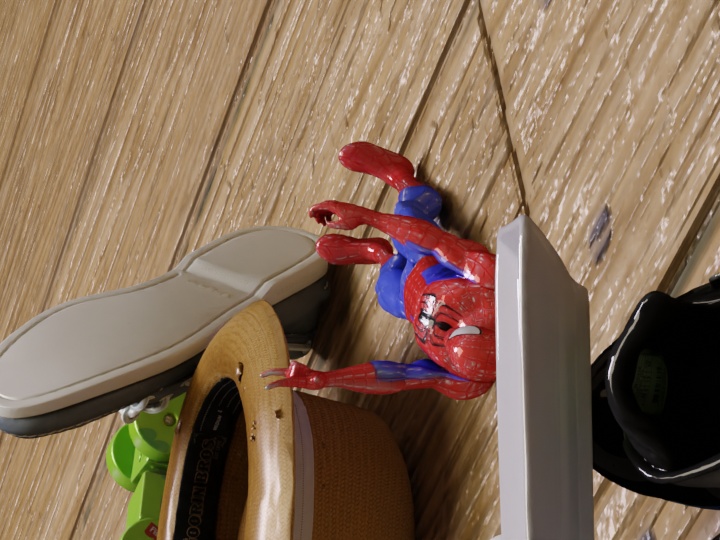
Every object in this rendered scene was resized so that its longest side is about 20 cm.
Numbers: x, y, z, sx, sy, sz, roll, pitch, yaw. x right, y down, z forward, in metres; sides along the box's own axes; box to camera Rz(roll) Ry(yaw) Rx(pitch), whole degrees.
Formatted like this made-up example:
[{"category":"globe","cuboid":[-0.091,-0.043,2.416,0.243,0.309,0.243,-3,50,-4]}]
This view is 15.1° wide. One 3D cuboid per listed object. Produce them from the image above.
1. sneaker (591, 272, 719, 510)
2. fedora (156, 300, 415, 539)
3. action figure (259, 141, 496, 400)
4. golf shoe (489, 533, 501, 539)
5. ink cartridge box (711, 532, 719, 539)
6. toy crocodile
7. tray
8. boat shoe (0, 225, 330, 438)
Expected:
[{"category":"sneaker","cuboid":[0.100,0.027,0.744,0.200,0.083,0.071,159,117,-73]},{"category":"fedora","cuboid":[-0.029,0.115,1.118,0.201,0.082,0.201,-172,90,-73]},{"category":"action figure","cuboid":[0.000,0.000,1.067,0.200,0.099,0.065,-133,53,-65]},{"category":"golf shoe","cuboid":[0.020,0.157,0.883,0.078,0.094,0.200,116,171,-48]},{"category":"ink cartridge box","cuboid":[0.106,0.169,0.698,0.094,0.044,0.200,-51,33,46]},{"category":"toy crocodile","cuboid":[-0.098,0.122,1.395,0.068,0.062,0.200,124,154,-56]},{"category":"tray","cuboid":[0.054,0.086,0.777,0.107,0.022,0.200,78,-170,-89]},{"category":"boat shoe","cuboid":[-0.087,0.040,1.210,0.073,0.200,0.062,21,123,35]}]
